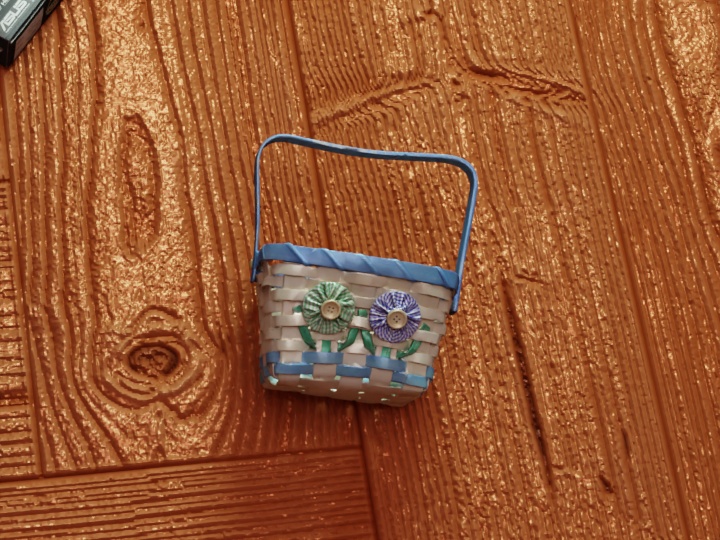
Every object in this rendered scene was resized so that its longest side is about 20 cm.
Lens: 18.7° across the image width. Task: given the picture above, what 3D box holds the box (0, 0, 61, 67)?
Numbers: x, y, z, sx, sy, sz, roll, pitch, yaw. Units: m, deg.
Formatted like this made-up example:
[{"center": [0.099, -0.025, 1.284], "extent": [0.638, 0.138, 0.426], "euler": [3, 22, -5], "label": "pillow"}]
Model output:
[{"center": [-0.303, -0.287, 1.815], "extent": [0.161, 0.049, 0.200], "euler": [31, 63, 2], "label": "box"}]

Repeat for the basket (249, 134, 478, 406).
[{"center": [0.000, 0.000, 1.697], "extent": [0.176, 0.139, 0.200], "euler": [5, 75, -8], "label": "basket"}]
